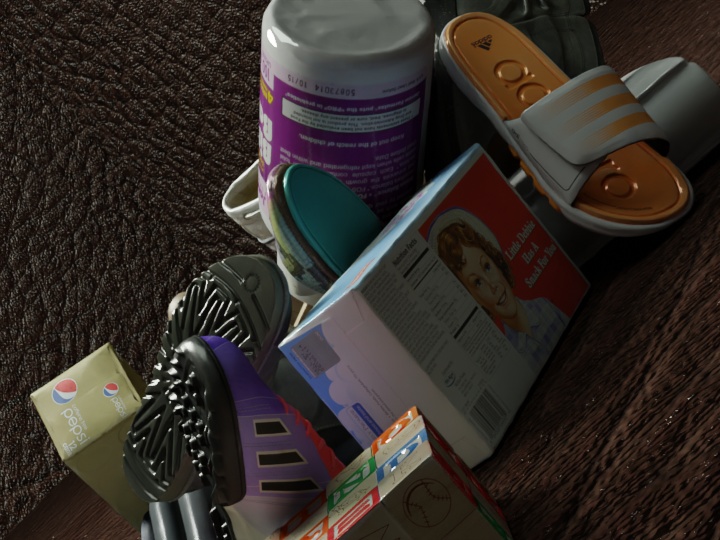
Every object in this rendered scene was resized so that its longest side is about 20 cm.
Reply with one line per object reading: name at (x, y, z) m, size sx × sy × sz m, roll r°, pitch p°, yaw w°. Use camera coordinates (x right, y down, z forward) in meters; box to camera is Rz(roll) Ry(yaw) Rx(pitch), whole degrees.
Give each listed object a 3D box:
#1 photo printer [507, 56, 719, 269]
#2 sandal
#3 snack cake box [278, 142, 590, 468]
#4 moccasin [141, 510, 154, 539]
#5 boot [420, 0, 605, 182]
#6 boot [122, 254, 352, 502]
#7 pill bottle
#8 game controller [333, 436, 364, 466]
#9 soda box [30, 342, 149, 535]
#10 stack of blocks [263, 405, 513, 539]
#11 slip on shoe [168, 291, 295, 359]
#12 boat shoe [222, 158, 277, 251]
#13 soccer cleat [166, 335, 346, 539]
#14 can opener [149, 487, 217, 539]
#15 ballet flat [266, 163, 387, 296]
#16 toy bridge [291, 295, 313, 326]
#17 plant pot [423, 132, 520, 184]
photo printer at (0.148, -0.055, 1.077) m, size 0.200 × 0.070 × 0.166 m, roll -42°, pitch 5°, yaw -2°
sandal at (0.119, -0.103, 0.960) m, size 0.079 × 0.207 × 0.059 m, roll -31°, pitch -29°, yaw -23°
snack cake box at (0.049, 0.024, 0.895) m, size 0.067 × 0.115 × 0.200 m, roll -37°, pitch 6°, yaw 35°
moccasin at (-0.128, 0.193, 1.078) m, size 0.200 × 0.068 × 0.081 m, roll -41°, pitch 5°, yaw 12°
boot at (0.105, -0.122, 1.049) m, size 0.129 × 0.202 × 0.068 m, roll 0°, pitch -24°, yaw -8°
boot at (-0.034, 0.062, 0.945) m, size 0.199 × 0.073 × 0.183 m, roll 0°, pitch -46°, yaw -45°
pill bottle at (-0.012, -0.078, 1.024) m, size 0.112 × 0.111 × 0.202 m, roll -46°, pitch -31°, yaw -45°
game controller at (-0.026, 0.143, 0.956) m, size 0.200 × 0.042 × 0.104 m, roll -39°, pitch -9°, yaw 28°
soda box at (-0.153, 0.136, 1.120) m, size 0.067 × 0.064 × 0.200 m, roll -34°, pitch -35°, yaw -3°
stack of blocks at (-0.028, 0.154, 0.681) m, size 0.200 × 0.059 × 0.115 m, roll -42°, pitch 5°, yaw 2°
slip on shoe at (-0.061, 0.071, 1.044) m, size 0.077 × 0.060 × 0.200 m, roll -59°, pitch -35°, yaw -6°
boat shoe at (-0.031, -0.099, 1.130) m, size 0.202 × 0.086 × 0.075 m, roll -39°, pitch 36°, yaw 32°
soccer cleat at (-0.041, 0.094, 0.758) m, size 0.073 × 0.068 × 0.201 m, roll -24°, pitch -43°, yaw -12°
can opener at (-0.098, 0.167, 0.899) m, size 0.053 × 0.066 × 0.200 m, roll -50°, pitch 20°, yaw 10°
ballet flat at (0.000, 0.000, 0.980) m, size 0.071 × 0.199 × 0.070 m, roll -18°, pitch 54°, yaw 42°
toy bridge at (-0.055, 0.037, 1.183) m, size 0.200 × 0.027 × 0.068 m, roll -44°, pitch 40°, yaw 48°
plant pot at (0.050, -0.054, 1.191) m, size 0.201 × 0.092 × 0.202 m, roll -51°, pitch -23°, yaw -31°
